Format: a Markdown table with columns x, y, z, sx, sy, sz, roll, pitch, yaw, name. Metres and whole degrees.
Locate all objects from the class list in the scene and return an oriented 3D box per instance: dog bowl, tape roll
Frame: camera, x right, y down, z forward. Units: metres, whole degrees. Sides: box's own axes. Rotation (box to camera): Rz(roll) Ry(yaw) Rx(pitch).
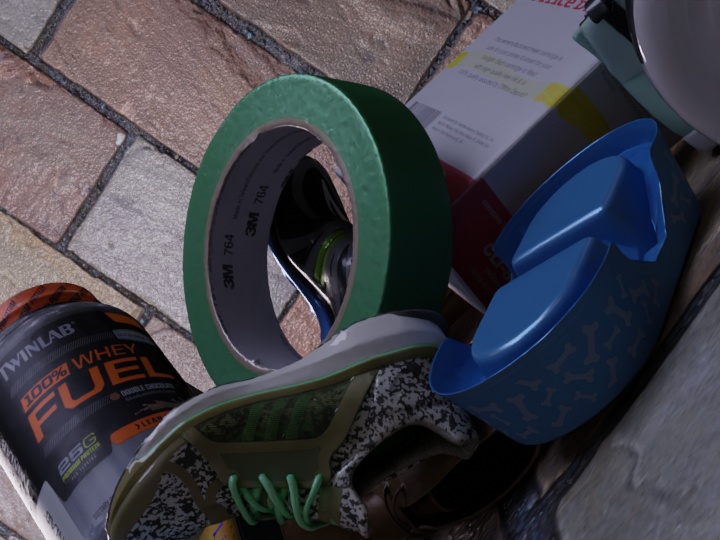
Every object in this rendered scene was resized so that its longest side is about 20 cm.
| x | y | z | sx | sy | sz | roll | pitch | yaw | name |
| --- | --- | --- | --- | --- | --- | --- | --- | --- | --- |
| 0.106 | 0.005 | 0.608 | 0.111 | 0.050 | 0.200 | -34 | 16 | 42 | dog bowl |
| -0.032 | -0.012 | 0.730 | 0.048 | 0.201 | 0.201 | 3 | -47 | -40 | tape roll |

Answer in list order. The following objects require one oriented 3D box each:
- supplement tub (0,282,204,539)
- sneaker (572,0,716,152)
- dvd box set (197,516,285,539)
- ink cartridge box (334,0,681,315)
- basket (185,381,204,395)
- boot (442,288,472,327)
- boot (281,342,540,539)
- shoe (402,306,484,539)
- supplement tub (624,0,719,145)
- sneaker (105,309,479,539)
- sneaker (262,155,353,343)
| x | y | z | sx | sy | sz | roll | pitch | yaw | name |
| --- | --- | --- | --- | --- | --- | --- | --- | --- | --- |
| -0.159 | 0.104 | 0.775 | 0.122 | 0.200 | 0.123 | -27 | -39 | -24 | supplement tub |
| 0.195 | -0.172 | 0.641 | 0.201 | 0.118 | 0.074 | -54 | 0 | 22 | sneaker |
| -0.081 | 0.238 | 0.681 | 0.200 | 0.029 | 0.147 | -57 | 42 | 35 | dvd box set |
| 0.102 | -0.085 | 0.775 | 0.200 | 0.083 | 0.145 | -44 | 28 | -3 | ink cartridge box |
| -0.093 | 0.173 | 0.906 | 0.136 | 0.200 | 0.180 | -56 | 2 | -11 | basket |
| 0.066 | 0.047 | 0.852 | 0.200 | 0.075 | 0.074 | -57 | 2 | -2 | boot |
| 0.022 | 0.115 | 0.671 | 0.200 | 0.074 | 0.076 | -43 | 18 | 25 | boot |
| 0.051 | 0.095 | 0.783 | 0.200 | 0.053 | 0.070 | -54 | 10 | 15 | shoe |
| 0.170 | -0.132 | 0.454 | 0.123 | 0.122 | 0.200 | -55 | 1 | 38 | supplement tub |
| -0.030 | 0.096 | 0.608 | 0.200 | 0.089 | 0.077 | -29 | -40 | -3 | sneaker |
| 0.000 | 0.000 | 0.783 | 0.083 | 0.071 | 0.200 | -48 | 50 | 28 | sneaker |
